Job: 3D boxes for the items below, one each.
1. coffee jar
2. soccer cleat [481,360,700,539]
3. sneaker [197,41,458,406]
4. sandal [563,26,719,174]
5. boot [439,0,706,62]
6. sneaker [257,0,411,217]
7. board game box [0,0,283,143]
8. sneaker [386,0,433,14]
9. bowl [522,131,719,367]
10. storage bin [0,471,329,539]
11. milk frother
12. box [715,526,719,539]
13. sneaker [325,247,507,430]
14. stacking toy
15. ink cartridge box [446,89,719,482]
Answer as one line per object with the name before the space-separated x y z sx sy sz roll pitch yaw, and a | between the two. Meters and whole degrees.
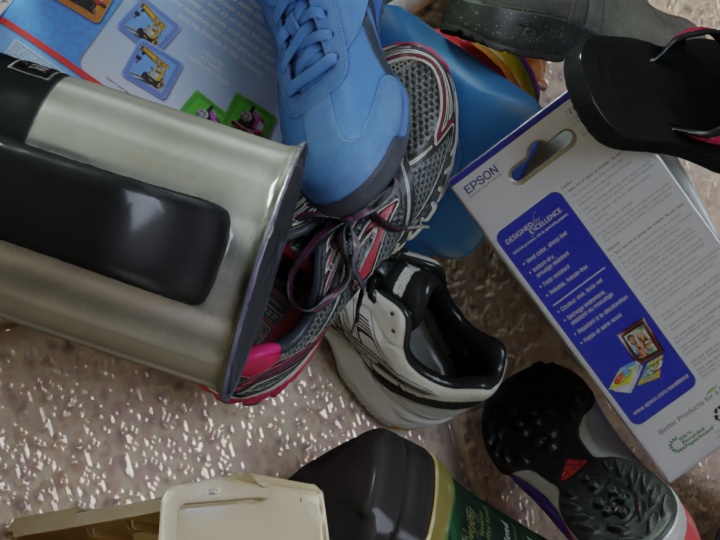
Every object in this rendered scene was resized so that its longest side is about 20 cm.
coffee jar | 0.045 0.162 0.966 0.199 0.104 0.086 36 42 -29
soccer cleat | 0.124 0.117 1.013 0.068 0.200 0.073 -36 120 -3
sneaker | -0.011 -0.023 0.912 0.080 0.075 0.201 31 77 -1
sandal | 0.171 -0.090 0.948 0.199 0.045 0.076 -5 70 -55
boot | 0.131 -0.172 0.988 0.199 0.067 0.132 4 105 -44
sneaker | -0.024 -0.114 0.886 0.078 0.066 0.201 41 34 -41
board game box | -0.094 -0.113 0.940 0.151 0.037 0.201 34 58 -8
sneaker | 0.034 -0.224 1.089 0.099 0.070 0.201 48 47 -18
bowl | 0.142 -0.008 1.075 0.090 0.201 0.202 -27 98 0
storage bin | -0.106 0.190 0.765 0.093 0.199 0.201 16 68 -38
milk frother | -0.142 0.020 0.791 0.186 0.202 0.181 18 17 2
box | 0.251 0.179 1.071 0.201 0.103 0.183 83 26 -55
sneaker | 0.000 0.000 0.984 0.200 0.087 0.076 43 56 -22
stacking toy | 0.061 -0.096 1.063 0.116 0.110 0.200 35 29 8
ink cartridge box | 0.138 0.003 0.962 0.201 0.094 0.037 52 8 -14
